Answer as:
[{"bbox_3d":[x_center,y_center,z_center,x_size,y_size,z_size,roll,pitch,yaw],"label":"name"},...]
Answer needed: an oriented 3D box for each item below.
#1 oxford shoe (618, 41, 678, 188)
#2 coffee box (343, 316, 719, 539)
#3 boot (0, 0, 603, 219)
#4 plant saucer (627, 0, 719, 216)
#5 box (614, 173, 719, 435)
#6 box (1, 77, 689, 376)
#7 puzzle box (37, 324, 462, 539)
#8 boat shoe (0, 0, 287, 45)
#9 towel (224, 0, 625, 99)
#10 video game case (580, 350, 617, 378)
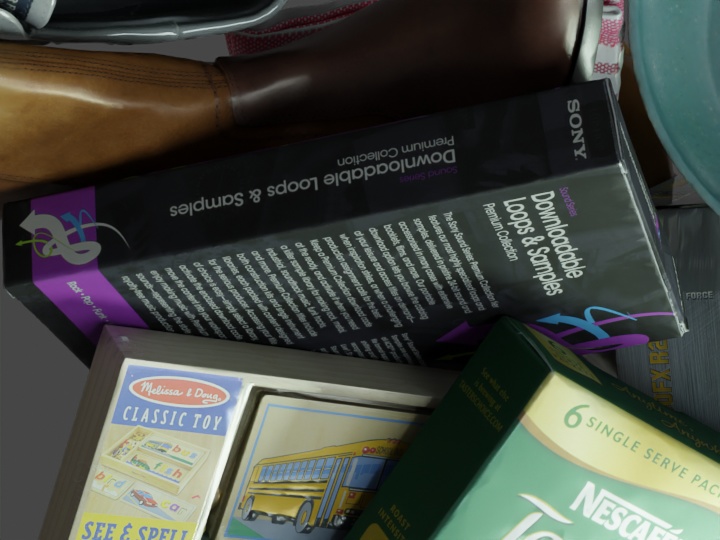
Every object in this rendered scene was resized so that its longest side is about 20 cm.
[{"bbox_3d":[0.109,-0.014,1.001,0.071,0.071,0.201,-31,133,-11],"label":"oxford shoe"},{"bbox_3d":[0.042,0.125,0.852,0.123,0.044,0.201,30,101,-32],"label":"coffee box"},{"bbox_3d":[-0.042,-0.065,0.787,0.199,0.069,0.188,5,157,-28],"label":"boot"},{"bbox_3d":[0.195,-0.089,0.878,0.200,0.200,0.036,-45,163,1],"label":"plant saucer"},{"bbox_3d":[0.156,0.037,0.978,0.200,0.048,0.160,-23,107,-62],"label":"box"},{"bbox_3d":[0.000,0.000,0.820,0.198,0.036,0.143,-10,155,11],"label":"box"},{"bbox_3d":[-0.012,0.093,0.854,0.199,0.025,0.134,8,111,-27],"label":"puzzle box"},{"bbox_3d":[-0.111,-0.100,0.774,0.199,0.069,0.072,4,119,-38],"label":"boat shoe"},{"bbox_3d":[0.028,-0.018,0.933,0.145,0.030,0.201,-8,128,-5],"label":"towel"},{"bbox_3d":[0.022,0.071,0.981,0.181,0.023,0.200,-28,140,20],"label":"video game case"}]
